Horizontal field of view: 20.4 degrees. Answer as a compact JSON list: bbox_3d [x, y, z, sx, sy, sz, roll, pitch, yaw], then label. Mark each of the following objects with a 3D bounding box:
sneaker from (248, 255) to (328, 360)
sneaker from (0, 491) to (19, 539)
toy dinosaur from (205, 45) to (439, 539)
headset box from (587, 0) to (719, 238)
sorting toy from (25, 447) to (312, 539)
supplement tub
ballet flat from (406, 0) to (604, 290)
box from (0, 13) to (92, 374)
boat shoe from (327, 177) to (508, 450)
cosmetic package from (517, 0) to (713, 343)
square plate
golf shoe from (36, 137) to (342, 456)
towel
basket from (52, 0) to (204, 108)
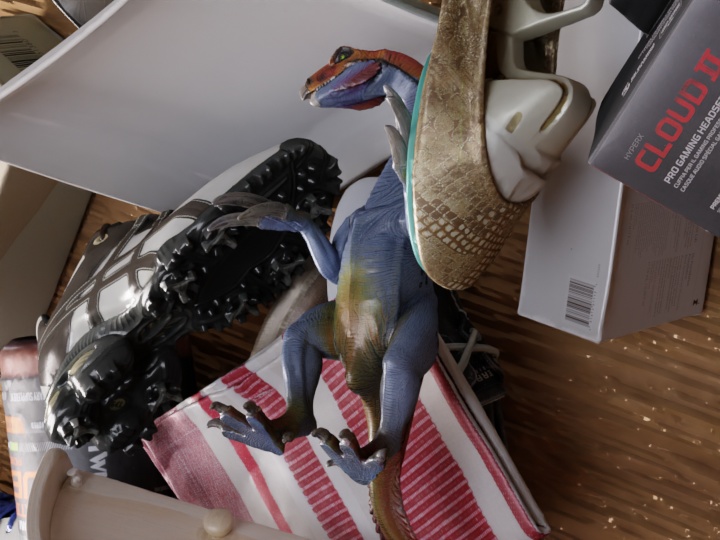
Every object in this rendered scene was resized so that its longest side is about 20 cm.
[{"bbox_3d":[-0.020,0.082,1.025,0.075,0.070,0.201,25,120,15],"label":"sneaker"},{"bbox_3d":[-0.204,0.156,1.179,0.199,0.080,0.115,44,120,16],"label":"sneaker"},{"bbox_3d":[0.000,0.000,0.876,0.105,0.182,0.200,7,146,29],"label":"toy dinosaur"},{"bbox_3d":[0.191,-0.072,0.747,0.199,0.075,0.149,30,120,-2],"label":"headset box"},{"bbox_3d":[-0.075,0.203,0.972,0.199,0.107,0.181,13,134,22],"label":"sorting toy"},{"bbox_3d":[-0.133,0.131,1.083,0.107,0.107,0.201,-7,91,40],"label":"supplement tub"},{"bbox_3d":[0.062,-0.090,0.791,0.065,0.070,0.201,7,93,37],"label":"ballet flat"},{"bbox_3d":[-0.217,-0.036,1.144,0.095,0.078,0.201,39,120,27],"label":"box"},{"bbox_3d":[0.038,0.052,0.956,0.068,0.072,0.201,-3,99,41],"label":"boat shoe"},{"bbox_3d":[0.119,-0.076,0.856,0.051,0.082,0.201,20,110,41],"label":"cosmetic package"},{"bbox_3d":[-0.056,-0.087,0.929,0.198,0.200,0.029,-31,56,36],"label":"square plate"},{"bbox_3d":[-0.095,-0.005,0.972,0.200,0.078,0.095,-45,49,17],"label":"golf shoe"},{"bbox_3d":[-0.015,0.101,0.960,0.200,0.023,0.144,-34,85,41],"label":"towel"},{"bbox_3d":[-0.055,-0.206,0.945,0.180,0.136,0.200,49,122,1],"label":"basket"}]
